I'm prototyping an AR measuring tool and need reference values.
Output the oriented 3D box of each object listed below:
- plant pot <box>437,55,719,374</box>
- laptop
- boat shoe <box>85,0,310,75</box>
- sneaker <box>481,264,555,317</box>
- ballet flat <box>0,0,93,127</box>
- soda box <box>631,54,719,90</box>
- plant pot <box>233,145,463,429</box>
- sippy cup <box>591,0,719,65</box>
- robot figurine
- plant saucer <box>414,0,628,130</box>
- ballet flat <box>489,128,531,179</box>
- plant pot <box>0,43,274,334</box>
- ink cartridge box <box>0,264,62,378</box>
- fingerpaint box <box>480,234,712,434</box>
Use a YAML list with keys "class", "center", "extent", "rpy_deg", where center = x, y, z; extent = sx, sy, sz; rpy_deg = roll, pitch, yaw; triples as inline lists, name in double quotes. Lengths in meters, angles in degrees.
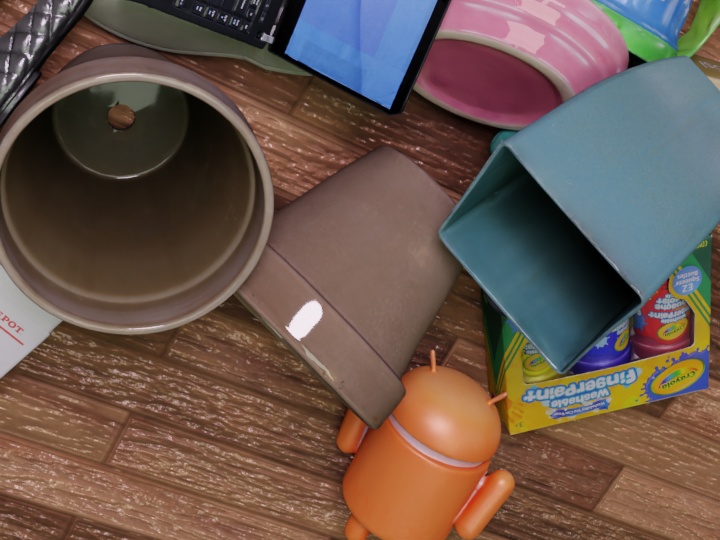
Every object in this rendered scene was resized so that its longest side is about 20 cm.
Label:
- class: "plant pot"
  center: [0.187, -0.058, 0.959]
  extent: [0.199, 0.142, 0.142]
  rpy_deg: [-38, 171, -28]
- class: "laptop"
  center: [-0.039, -0.226, 0.884]
  extent: [0.198, 0.103, 0.179]
  rpy_deg: [16, 106, -33]
- class: "boat shoe"
  center: [-0.112, -0.200, 0.990]
  extent: [0.198, 0.072, 0.061]
  rpy_deg: [12, 72, -7]
- class: "sneaker"
  center: [0.125, -0.009, 1.078]
  extent: [0.069, 0.201, 0.083]
  rpy_deg: [22, 125, -3]
- class: "ballet flat"
  center: [-0.219, -0.190, 0.913]
  extent: [0.057, 0.066, 0.201]
  rpy_deg: [35, 84, -13]
- class: "soda box"
  center: [0.324, -0.133, 1.130]
  extent: [0.197, 0.064, 0.068]
  rpy_deg: [12, 116, -19]
- class: "plant pot"
  center: [0.000, 0.000, 1.070]
  extent: [0.175, 0.200, 0.201]
  rpy_deg: [-45, 121, -5]
- class: "sippy cup"
  center: [0.208, -0.240, 1.011]
  extent: [0.131, 0.139, 0.177]
  rpy_deg: [-61, 158, 10]
- class: "robot figurine"
  center: [0.058, 0.174, 1.210]
  extent: [0.115, 0.144, 0.202]
  rpy_deg: [9, 118, -37]
- class: "plant saucer"
  center: [0.099, -0.161, 0.987]
  extent: [0.199, 0.200, 0.051]
  rpy_deg: [26, 74, -25]
- class: "ballet flat"
  center: [0.191, -0.091, 1.094]
  extent: [0.197, 0.071, 0.068]
  rpy_deg: [5, 125, -28]
- class: "plant pot"
  center: [-0.172, -0.082, 0.974]
  extent: [0.197, 0.174, 0.203]
  rpy_deg: [-5, 120, -10]
- class: "ink cartridge box"
  center: [-0.332, 0.037, 1.065]
  extent: [0.199, 0.068, 0.115]
  rpy_deg: [-39, 121, 11]
- class: "fingerpaint box"
  center: [0.215, 0.044, 1.199]
  extent: [0.197, 0.074, 0.169]
  rpy_deg: [-11, 121, -7]
